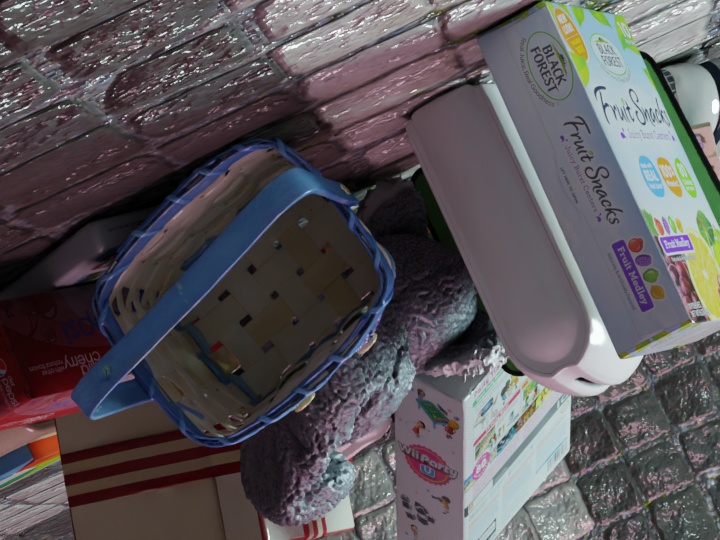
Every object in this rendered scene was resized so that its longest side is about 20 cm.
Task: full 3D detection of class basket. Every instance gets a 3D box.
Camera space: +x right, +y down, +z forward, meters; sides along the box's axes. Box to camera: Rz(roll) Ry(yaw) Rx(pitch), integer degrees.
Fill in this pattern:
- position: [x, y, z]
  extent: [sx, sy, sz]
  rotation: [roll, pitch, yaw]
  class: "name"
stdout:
- position: [-0.066, 0.010, 1.350]
  extent: [0.176, 0.139, 0.200]
  rotation: [-44, 166, 14]
  class: "basket"

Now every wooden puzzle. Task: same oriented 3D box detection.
- position: [-0.305, 0.165, 2.018]
  extent: [0.185, 0.037, 0.200]
  rotation: [-27, 171, 18]
  class: "wooden puzzle"

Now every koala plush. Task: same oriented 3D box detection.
- position: [0.001, 0.038, 1.592]
  extent: [0.200, 0.177, 0.184]
  rotation: [-25, 165, -32]
  class: "koala plush"

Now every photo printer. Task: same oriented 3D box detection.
- position: [0.113, -0.016, 1.525]
  extent: [0.069, 0.200, 0.166]
  rotation: [-27, 170, 18]
  class: "photo printer"

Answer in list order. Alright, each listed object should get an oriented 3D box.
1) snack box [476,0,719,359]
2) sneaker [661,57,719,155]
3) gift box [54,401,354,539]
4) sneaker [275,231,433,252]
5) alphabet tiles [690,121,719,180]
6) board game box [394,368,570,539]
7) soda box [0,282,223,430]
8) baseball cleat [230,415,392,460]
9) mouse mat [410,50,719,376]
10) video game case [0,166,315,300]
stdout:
- position: [0.151, -0.053, 1.398]
  extent: [0.053, 0.200, 0.142]
  rotation: [-27, 171, 22]
  class: "snack box"
- position: [0.205, -0.072, 1.745]
  extent: [0.080, 0.076, 0.200]
  rotation: [-12, 138, -28]
  class: "sneaker"
- position: [-0.115, 0.123, 1.829]
  extent: [0.187, 0.200, 0.185]
  rotation: [-11, 180, 22]
  class: "gift box"
- position: [0.000, 0.000, 1.726]
  extent: [0.200, 0.078, 0.112]
  rotation: [-36, 159, 15]
  class: "sneaker"
- position: [0.178, -0.043, 1.722]
  extent: [0.166, 0.006, 0.200]
  rotation: [-13, 139, 9]
  class: "alphabet tiles"
- position: [0.090, 0.102, 1.756]
  extent: [0.148, 0.064, 0.200]
  rotation: [-46, 151, -34]
  class: "board game box"
- position: [-0.165, 0.047, 1.456]
  extent: [0.070, 0.063, 0.200]
  rotation: [-29, 171, 34]
  class: "soda box"
- position: [-0.075, 0.097, 1.690]
  extent: [0.200, 0.107, 0.070]
  rotation: [4, -149, -2]
  class: "baseball cleat"
- position: [0.145, -0.036, 1.617]
  extent: [0.200, 0.161, 0.008]
  rotation: [-28, 178, 24]
  class: "mouse mat"
- position: [-0.144, -0.002, 1.504]
  extent: [0.182, 0.022, 0.200]
  rotation: [-17, 169, -42]
  class: "video game case"
